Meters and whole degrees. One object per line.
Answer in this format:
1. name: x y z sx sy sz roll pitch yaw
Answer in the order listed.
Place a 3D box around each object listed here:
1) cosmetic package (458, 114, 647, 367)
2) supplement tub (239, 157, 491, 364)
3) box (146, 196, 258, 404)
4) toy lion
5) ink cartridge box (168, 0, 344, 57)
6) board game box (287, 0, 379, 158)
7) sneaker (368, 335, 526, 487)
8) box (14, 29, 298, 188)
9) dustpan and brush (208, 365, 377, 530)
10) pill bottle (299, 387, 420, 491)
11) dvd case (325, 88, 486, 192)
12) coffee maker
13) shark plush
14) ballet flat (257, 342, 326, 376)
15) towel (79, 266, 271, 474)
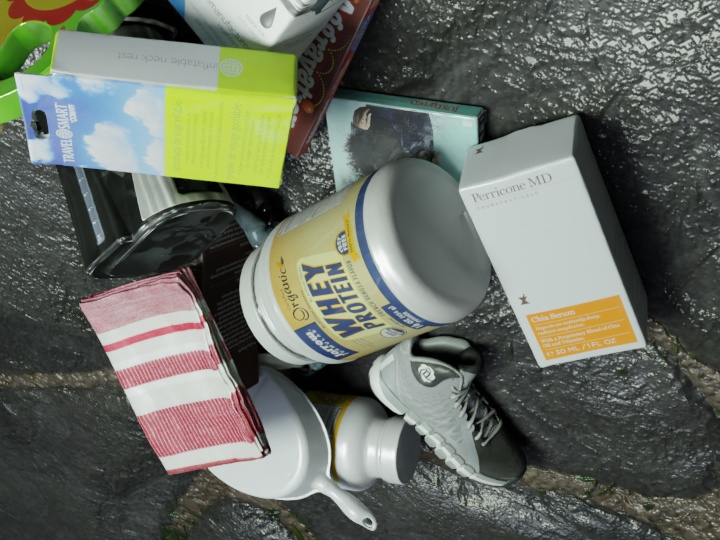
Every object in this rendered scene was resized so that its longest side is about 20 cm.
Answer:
1. cosmetic package: 0.168 -0.020 0.897 0.101 0.071 0.201 -15 122 25
2. supplement tub: 0.000 0.000 0.938 0.199 0.145 0.145 -25 114 41
3. box: -0.157 0.031 1.065 0.074 0.100 0.202 5 104 25
4. toy lion: -0.254 -0.214 0.866 0.190 0.201 0.069 -14 145 17
5. ink cartridge box: -0.064 -0.262 0.783 0.147 0.086 0.200 50 133 2
6. board game box: -0.056 -0.195 0.898 0.103 0.019 0.200 40 138 8
7. sneaker: 0.110 0.138 1.086 0.200 0.075 0.116 36 134 -4
8. box: -0.152 -0.121 0.808 0.198 0.048 0.122 5 151 -8
9. dustpan and brush: -0.064 0.211 1.126 0.200 0.057 0.140 40 107 23
10. pill bottle: -0.037 0.189 1.191 0.199 0.104 0.105 5 131 25
11. dvd case: 0.045 -0.068 0.971 0.145 0.022 0.201 12 134 20
12. coffee maker: -0.211 -0.098 0.958 0.192 0.134 0.201 -45 63 61
13. shark plush: -0.071 0.003 1.047 0.090 0.084 0.201 2 134 27
14. ballet flat: -0.124 0.065 1.152 0.199 0.073 0.073 20 136 12
15. towel: -0.180 0.103 1.018 0.143 0.023 0.201 -15 105 34
